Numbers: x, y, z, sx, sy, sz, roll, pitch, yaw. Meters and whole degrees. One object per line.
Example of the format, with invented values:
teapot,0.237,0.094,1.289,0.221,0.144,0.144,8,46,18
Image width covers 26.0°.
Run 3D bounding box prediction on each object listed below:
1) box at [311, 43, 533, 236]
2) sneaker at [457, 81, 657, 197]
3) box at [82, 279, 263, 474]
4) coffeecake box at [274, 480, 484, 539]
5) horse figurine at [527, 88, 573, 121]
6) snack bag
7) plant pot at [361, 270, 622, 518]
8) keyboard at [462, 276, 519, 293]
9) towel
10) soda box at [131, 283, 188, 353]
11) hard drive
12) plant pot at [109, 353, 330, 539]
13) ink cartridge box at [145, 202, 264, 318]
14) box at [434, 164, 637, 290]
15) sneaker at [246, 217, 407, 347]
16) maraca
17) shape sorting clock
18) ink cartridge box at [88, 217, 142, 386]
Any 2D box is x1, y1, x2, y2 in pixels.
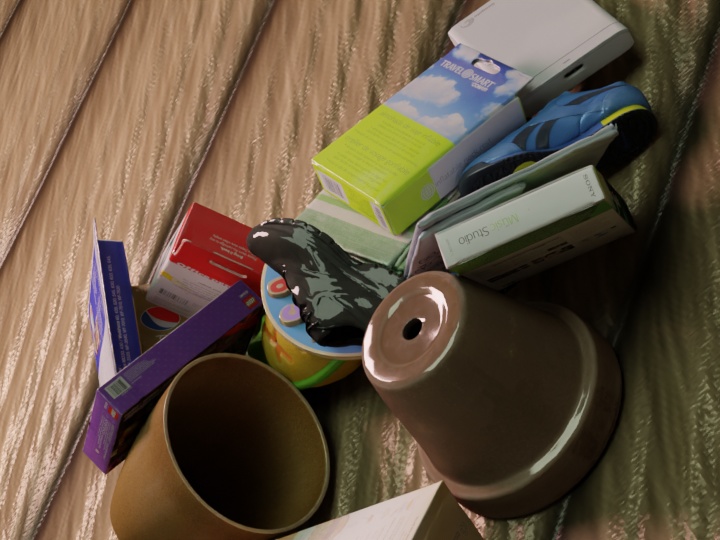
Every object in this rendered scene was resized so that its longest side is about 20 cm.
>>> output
box,0.065,-0.130,1.509,0.200,0.048,0.122,-39,43,-15
sneaker,0.180,-0.121,1.483,0.199,0.066,0.079,-24,43,-2
box,-0.189,0.108,1.582,0.200,0.039,0.137,-39,-14,-32
coffeecake box,-0.012,0.279,1.345,0.200,0.073,0.154,-24,18,33
horse figurine,0.153,-0.172,1.605,0.132,0.050,0.200,-38,35,7
snack bag,0.130,-0.051,1.385,0.199,0.189,0.021,-27,77,-9
plant pot,0.097,0.091,1.347,0.200,0.174,0.201,-27,45,30
keyboard,0.127,-0.006,1.514,0.200,0.040,0.104,-33,32,12
towel,0.043,-0.082,1.525,0.152,0.023,0.200,22,60,41
soda box,-0.218,0.097,1.751,0.200,0.064,0.068,-115,24,-51
hard drive,0.180,-0.239,1.596,0.132,0.027,0.200,-35,33,2
plant pot,-0.163,0.209,1.547,0.200,0.186,0.187,-39,36,40
ink cartridge box,-0.150,-0.003,1.672,0.200,0.116,0.067,-45,24,63
box,0.156,-0.033,1.353,0.144,0.200,0.036,-24,79,13
sneaker,-0.034,0.019,1.440,0.200,0.076,0.091,28,76,28
maraca,-0.054,0.063,1.590,0.200,0.107,0.137,-33,38,39
shape sorting clock,0.000,0.000,1.507,0.199,0.039,0.201,-5,51,6
ink cartridge box,-0.267,0.075,1.726,0.200,0.047,0.198,111,150,-56
